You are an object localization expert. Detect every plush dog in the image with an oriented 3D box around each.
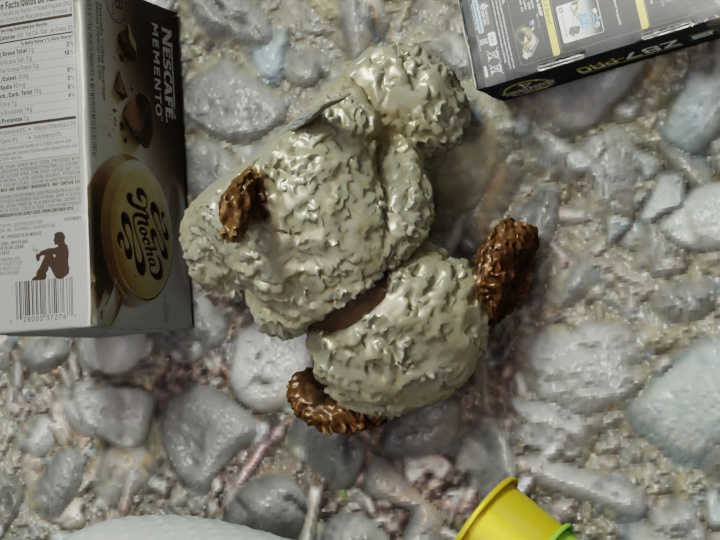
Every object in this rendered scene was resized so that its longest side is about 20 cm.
[{"bbox_3d":[0.000,0.000,0.867,0.200,0.161,0.172,-38,99,20],"label":"plush dog"}]

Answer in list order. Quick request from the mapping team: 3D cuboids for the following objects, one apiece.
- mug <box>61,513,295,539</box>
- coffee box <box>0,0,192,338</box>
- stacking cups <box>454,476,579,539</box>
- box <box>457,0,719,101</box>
[{"bbox_3d":[-0.112,0.230,0.874,0.174,0.148,0.201,10,56,33],"label":"mug"},{"bbox_3d":[-0.165,-0.063,0.948,0.079,0.113,0.202,-5,85,24],"label":"coffee box"},{"bbox_3d":[0.137,0.193,0.826,0.200,0.060,0.061,39,103,21],"label":"stacking cups"},{"bbox_3d":[0.122,-0.211,0.860,0.160,0.049,0.202,-15,81,25],"label":"box"}]
